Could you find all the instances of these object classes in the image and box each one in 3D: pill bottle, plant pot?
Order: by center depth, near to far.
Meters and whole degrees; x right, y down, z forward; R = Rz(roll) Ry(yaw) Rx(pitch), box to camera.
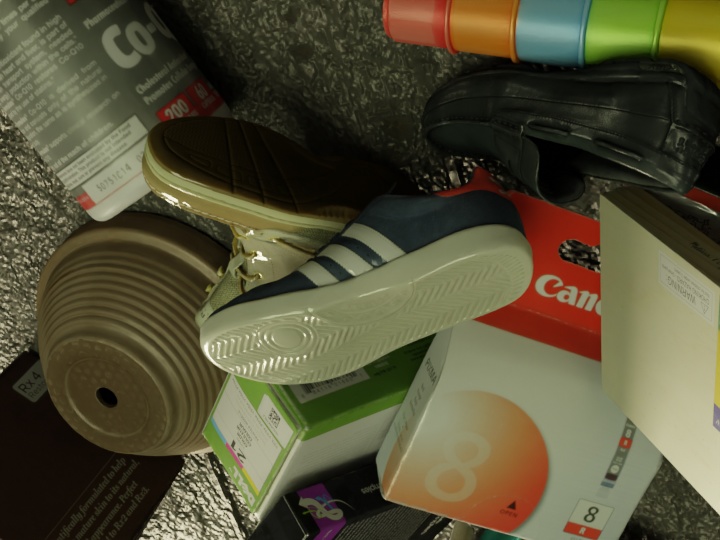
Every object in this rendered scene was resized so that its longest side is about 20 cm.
[{"bbox_3d":[-0.183,-0.141,0.776,0.114,0.114,0.200,-28,106,34],"label":"pill bottle"},{"bbox_3d":[-0.162,0.067,0.911,0.199,0.093,0.202,10,124,16],"label":"plant pot"}]

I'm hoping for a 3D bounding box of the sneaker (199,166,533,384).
[{"bbox_3d":[0.000,0.000,0.717,0.199,0.085,0.075,-18,139,13],"label":"sneaker"}]

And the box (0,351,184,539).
[{"bbox_3d":[-0.276,0.213,1.003,0.164,0.166,0.200,35,128,1],"label":"box"}]

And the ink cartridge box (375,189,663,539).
[{"bbox_3d":[0.120,0.070,0.756,0.161,0.050,0.201,18,113,-16],"label":"ink cartridge box"}]

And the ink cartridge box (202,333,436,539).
[{"bbox_3d":[-0.032,0.117,0.844,0.076,0.147,0.201,52,136,25],"label":"ink cartridge box"}]

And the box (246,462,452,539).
[{"bbox_3d":[-0.002,0.178,0.854,0.036,0.199,0.143,56,131,24],"label":"box"}]

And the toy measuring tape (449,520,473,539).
[{"bbox_3d":[0.039,0.247,0.939,0.073,0.074,0.201,17,137,12],"label":"toy measuring tape"}]

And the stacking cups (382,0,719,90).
[{"bbox_3d":[0.112,-0.138,0.696,0.199,0.061,0.061,12,124,22],"label":"stacking cups"}]

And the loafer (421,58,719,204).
[{"bbox_3d":[0.105,-0.073,0.687,0.068,0.071,0.200,26,167,-39],"label":"loafer"}]

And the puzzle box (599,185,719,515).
[{"bbox_3d":[0.181,0.055,0.637,0.025,0.200,0.134,-14,120,-14],"label":"puzzle box"}]

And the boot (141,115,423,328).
[{"bbox_3d":[-0.070,-0.011,0.782,0.199,0.072,0.155,12,135,-36],"label":"boot"}]

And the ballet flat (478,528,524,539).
[{"bbox_3d":[0.137,0.161,0.861,0.075,0.068,0.201,19,122,0],"label":"ballet flat"}]

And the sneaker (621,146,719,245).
[{"bbox_3d":[0.224,0.000,0.719,0.200,0.067,0.108,21,123,7],"label":"sneaker"}]
